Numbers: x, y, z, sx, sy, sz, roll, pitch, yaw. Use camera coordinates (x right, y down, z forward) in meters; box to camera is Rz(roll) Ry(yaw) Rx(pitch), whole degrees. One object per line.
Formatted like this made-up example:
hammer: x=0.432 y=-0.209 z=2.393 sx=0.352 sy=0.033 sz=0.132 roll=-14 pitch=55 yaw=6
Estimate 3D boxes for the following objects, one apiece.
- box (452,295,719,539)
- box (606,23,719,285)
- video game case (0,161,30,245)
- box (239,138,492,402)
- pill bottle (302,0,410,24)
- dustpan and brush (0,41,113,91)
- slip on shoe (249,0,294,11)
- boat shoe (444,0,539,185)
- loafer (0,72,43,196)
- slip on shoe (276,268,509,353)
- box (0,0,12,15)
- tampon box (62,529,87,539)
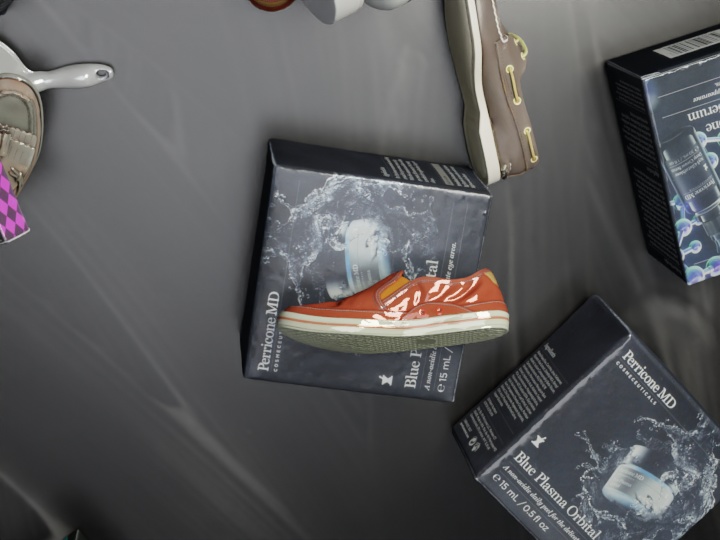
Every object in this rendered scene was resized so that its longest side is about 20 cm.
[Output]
box: x=0.230 y=0.172 z=1.279 sx=0.200 sy=0.118 sz=0.197 roll=-44 pitch=107 yaw=6
box: x=0.329 y=-0.113 z=1.221 sx=0.147 sy=0.107 sz=0.202 roll=-18 pitch=108 yaw=-2
video game case: x=-0.381 y=-0.100 z=1.101 sx=0.180 sy=0.036 sz=0.202 roll=-15 pitch=102 yaw=33
box: x=0.000 y=0.000 z=1.206 sx=0.197 sy=0.118 sz=0.199 roll=7 pitch=105 yaw=-8
pill bottle: x=0.038 y=-0.287 z=1.103 sx=0.199 sy=0.111 sz=0.112 roll=-32 pitch=109 yaw=-16
dustpan and brush: x=-0.317 y=-0.157 z=1.158 sx=0.197 sy=0.057 sz=0.141 roll=-4 pitch=118 yaw=0
slip on shoe: x=-0.072 y=-0.321 z=1.124 sx=0.073 sy=0.061 sz=0.203 roll=1 pitch=105 yaw=-6
boat shoe: x=0.120 y=-0.179 z=1.195 sx=0.059 sy=0.072 sz=0.203 roll=-15 pitch=111 yaw=-9
loafer: x=-0.320 y=-0.073 z=1.138 sx=0.071 sy=0.063 sz=0.201 roll=16 pitch=126 yaw=-23
slip on shoe: x=0.027 y=0.033 z=1.130 sx=0.197 sy=0.074 sz=0.062 roll=-5 pitch=73 yaw=1
box: x=-0.318 y=-0.341 z=1.063 sx=0.199 sy=0.124 sz=0.197 roll=37 pitch=97 yaw=-16
tampon box: x=-0.312 y=0.377 z=1.258 sx=0.199 sy=0.150 sz=0.127 roll=-37 pitch=107 yaw=4
